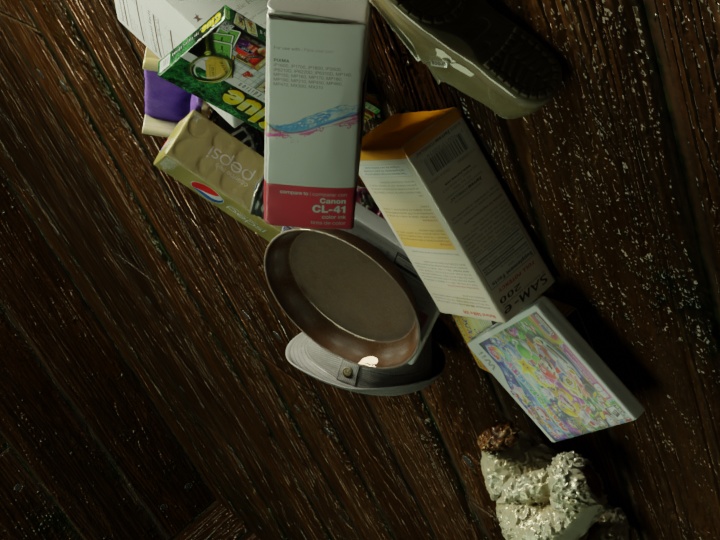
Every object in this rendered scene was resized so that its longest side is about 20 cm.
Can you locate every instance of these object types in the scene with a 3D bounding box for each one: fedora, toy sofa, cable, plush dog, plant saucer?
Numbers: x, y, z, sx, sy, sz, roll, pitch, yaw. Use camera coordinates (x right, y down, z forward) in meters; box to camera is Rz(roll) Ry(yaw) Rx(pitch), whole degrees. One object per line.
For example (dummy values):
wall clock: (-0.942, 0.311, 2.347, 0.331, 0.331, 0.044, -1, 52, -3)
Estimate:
fedora: (0.010, 0.071, 1.512, 0.199, 0.177, 0.091, 23, 120, 31)
toy sofa: (-0.226, -0.214, 1.531, 0.082, 0.098, 0.200, 9, 162, -7)
cable: (-0.091, -0.108, 1.317, 0.050, 0.200, 0.097, 29, 129, 1)
plush dog: (0.196, 0.258, 1.416, 0.200, 0.160, 0.172, 52, -171, -46)
plant saucer: (-0.015, 0.024, 1.365, 0.199, 0.035, 0.201, 23, 142, 19)

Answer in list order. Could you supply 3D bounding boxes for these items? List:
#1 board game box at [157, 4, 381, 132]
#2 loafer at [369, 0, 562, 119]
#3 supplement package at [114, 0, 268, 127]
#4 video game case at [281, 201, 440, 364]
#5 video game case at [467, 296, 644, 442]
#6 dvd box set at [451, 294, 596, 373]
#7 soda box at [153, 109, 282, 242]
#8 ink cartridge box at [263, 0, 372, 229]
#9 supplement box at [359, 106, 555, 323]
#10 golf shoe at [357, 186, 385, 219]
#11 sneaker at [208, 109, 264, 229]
board game box: (-0.085, -0.178, 1.208, 0.199, 0.024, 0.105, 24, 141, -37)
loafer: (0.069, -0.187, 0.992, 0.200, 0.076, 0.068, 46, 154, 13)
supplement package: (-0.156, -0.266, 1.289, 0.200, 0.114, 0.110, 42, 156, 21)
video game case: (0.000, 0.000, 1.373, 0.199, 0.023, 0.183, 32, 144, 8)
video game case: (0.190, 0.105, 1.255, 0.143, 0.018, 0.200, 48, 161, 1)
dvd box set: (0.171, 0.073, 1.310, 0.200, 0.029, 0.147, 22, 147, 53)
soda box: (-0.141, -0.104, 1.486, 0.200, 0.068, 0.064, 34, 163, -16)
ink cartridge box: (-0.036, -0.158, 1.080, 0.148, 0.085, 0.201, -85, 1, -53)
supplement box: (0.086, -0.053, 1.204, 0.201, 0.073, 0.126, 59, 160, -18)
golf shoe: (-0.004, -0.065, 1.420, 0.200, 0.076, 0.091, 35, -171, 18)
sneaker: (-0.166, -0.138, 1.624, 0.081, 0.074, 0.201, 41, 157, 36)
